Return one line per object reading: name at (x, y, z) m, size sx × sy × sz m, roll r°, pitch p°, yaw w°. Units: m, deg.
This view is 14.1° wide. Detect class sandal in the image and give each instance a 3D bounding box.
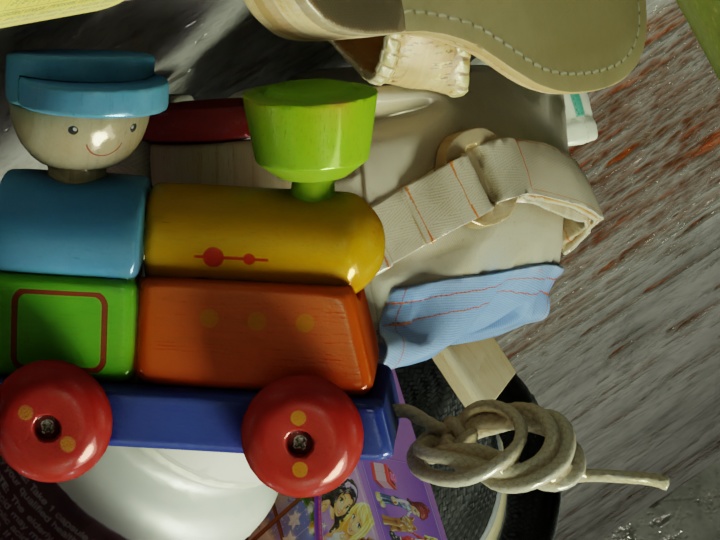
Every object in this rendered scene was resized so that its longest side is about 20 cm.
sandal at (0.009, -0.092, 0.889) m, size 0.069 × 0.078 × 0.211 m, roll -5°, pitch 177°, yaw 33°

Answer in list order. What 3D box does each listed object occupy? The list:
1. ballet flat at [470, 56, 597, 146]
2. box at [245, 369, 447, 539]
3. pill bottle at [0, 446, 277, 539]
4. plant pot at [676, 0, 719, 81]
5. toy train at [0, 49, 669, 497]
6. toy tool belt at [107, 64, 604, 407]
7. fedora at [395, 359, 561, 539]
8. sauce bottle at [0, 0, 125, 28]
ballet flat at (0.021, -0.018, 1.144) m, size 0.069 × 0.070 × 0.200 m, roll -20°, pitch 161°, yaw -50°
box at (-0.035, 0.088, 1.093) m, size 0.039 × 0.201 × 0.137 m, roll 14°, pitch 136°, yaw -39°
pill bottle at (-0.099, 0.073, 1.052) m, size 0.114 × 0.115 × 0.200 m, roll -19°, pitch 160°, yaw -51°
plant pot at (0.176, -0.108, 0.939) m, size 0.200 × 0.185 × 0.200 m, roll -34°, pitch 168°, yaw -8°
toy train at (-0.009, -0.002, 0.819) m, size 0.198 × 0.117 × 0.085 m, roll 3°, pitch -167°, yaw 3°
toy tool belt at (0.000, 0.000, 0.941) m, size 0.124 × 0.124 × 0.200 m, roll 1°, pitch -172°, yaw 30°
fedora at (-0.010, 0.082, 1.210) m, size 0.200 × 0.201 × 0.092 m, roll -31°, pitch 154°, yaw -17°
sauce bottle at (-0.070, -0.088, 0.649) m, size 0.065 × 0.065 × 0.200 m, roll -43°, pitch 167°, yaw 32°
